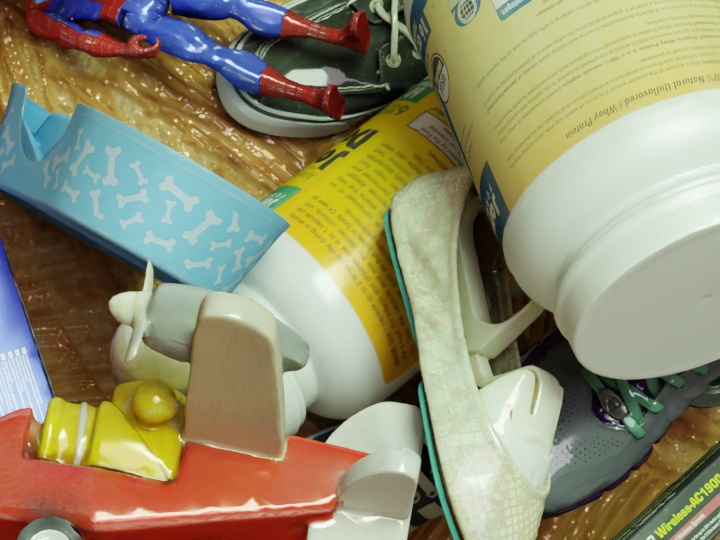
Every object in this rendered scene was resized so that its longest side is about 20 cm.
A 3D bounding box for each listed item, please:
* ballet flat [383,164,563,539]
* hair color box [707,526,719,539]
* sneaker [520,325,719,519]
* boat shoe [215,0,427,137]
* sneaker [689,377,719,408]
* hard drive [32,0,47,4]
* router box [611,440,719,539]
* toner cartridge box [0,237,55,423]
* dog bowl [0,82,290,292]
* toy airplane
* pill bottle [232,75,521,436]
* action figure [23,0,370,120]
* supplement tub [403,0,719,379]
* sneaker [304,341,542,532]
[{"bbox_3d":[0.056,0.040,1.303,0.062,0.067,0.201,-25,63,24],"label":"ballet flat"},{"bbox_3d":[0.229,0.105,1.367,0.061,0.099,0.200,48,50,2],"label":"hair color box"},{"bbox_3d":[0.136,0.031,1.341,0.200,0.088,0.074,-42,86,-20],"label":"sneaker"},{"bbox_3d":[0.024,-0.122,1.483,0.199,0.064,0.071,-17,80,-19],"label":"boat shoe"},{"bbox_3d":[0.141,-0.030,1.443,0.075,0.079,0.201,-16,113,0],"label":"sneaker"},{"bbox_3d":[-0.090,-0.202,1.444,0.199,0.025,0.132,-23,39,-13],"label":"hard drive"},{"bbox_3d":[0.196,0.165,1.418,0.200,0.062,0.150,-36,86,-39],"label":"router box"},{"bbox_3d":[-0.200,0.047,1.387,0.094,0.043,0.201,-15,79,-20],"label":"toner cartridge box"},{"bbox_3d":[-0.110,-0.034,1.361,0.111,0.200,0.050,31,86,-26],"label":"dog bowl"},{"bbox_3d":[-0.067,0.076,1.292,0.199,0.199,0.142,23,44,-47],"label":"toy airplane"},{"bbox_3d":[0.000,0.000,1.417,0.200,0.113,0.113,-38,87,-20],"label":"pill bottle"},{"bbox_3d":[-0.098,-0.129,1.442,0.199,0.052,0.066,16,78,14],"label":"action figure"},{"bbox_3d":[0.113,-0.069,1.284,0.144,0.145,0.201,-11,59,-17],"label":"supplement tub"},{"bbox_3d":[0.038,0.089,1.403,0.199,0.108,0.071,-18,81,-20],"label":"sneaker"}]
